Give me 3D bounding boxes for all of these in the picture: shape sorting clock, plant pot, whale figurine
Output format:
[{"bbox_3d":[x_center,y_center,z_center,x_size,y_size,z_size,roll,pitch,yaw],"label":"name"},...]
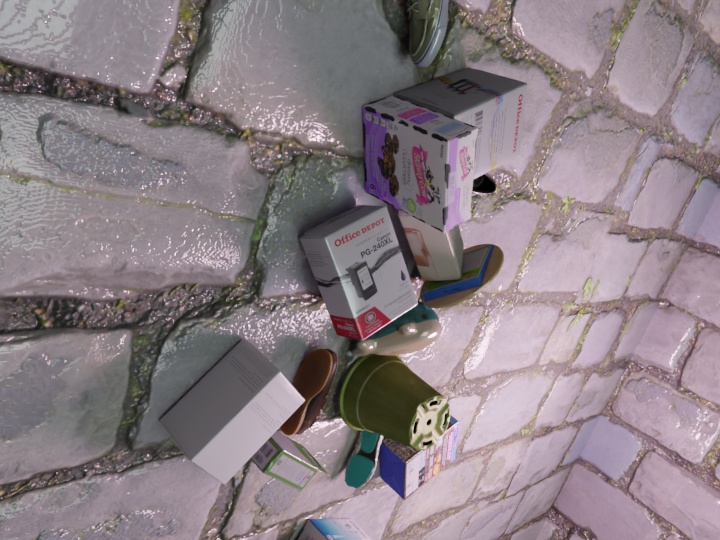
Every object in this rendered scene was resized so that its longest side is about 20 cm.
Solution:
[{"bbox_3d":[0.215,0.012,1.304,0.200,0.200,0.039,-40,110,-19],"label":"shape sorting clock"},{"bbox_3d":[0.087,0.292,1.327,0.200,0.190,0.201,-13,111,-37],"label":"plant pot"},{"bbox_3d":[0.072,0.126,1.315,0.200,0.104,0.159,-12,160,-16],"label":"whale figurine"}]

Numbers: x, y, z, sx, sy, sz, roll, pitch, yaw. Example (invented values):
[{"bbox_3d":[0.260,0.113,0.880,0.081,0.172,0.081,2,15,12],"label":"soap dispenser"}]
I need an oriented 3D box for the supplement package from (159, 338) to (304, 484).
[{"bbox_3d":[-0.219,0.243,1.061,0.200,0.117,0.117,-45,141,-15],"label":"supplement package"}]

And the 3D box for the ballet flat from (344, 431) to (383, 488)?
[{"bbox_3d":[0.021,0.438,1.492,0.072,0.072,0.200,2,114,-47],"label":"ballet flat"}]

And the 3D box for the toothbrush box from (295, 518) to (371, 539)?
[{"bbox_3d":[-0.085,0.716,1.552,0.200,0.085,0.147,29,93,-50],"label":"toothbrush box"}]

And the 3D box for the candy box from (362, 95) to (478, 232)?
[{"bbox_3d":[0.096,-0.182,1.032,0.071,0.200,0.168,-28,133,-31],"label":"candy box"}]

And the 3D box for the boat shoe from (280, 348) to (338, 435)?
[{"bbox_3d":[-0.096,0.241,1.232,0.070,0.070,0.200,6,118,-53],"label":"boat shoe"}]

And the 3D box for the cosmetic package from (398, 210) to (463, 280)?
[{"bbox_3d":[0.144,-0.078,1.217,0.200,0.087,0.104,66,28,-46],"label":"cosmetic package"}]

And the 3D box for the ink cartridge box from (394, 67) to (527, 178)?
[{"bbox_3d":[0.181,-0.262,1.110,0.200,0.145,0.146,-28,133,-31],"label":"ink cartridge box"}]

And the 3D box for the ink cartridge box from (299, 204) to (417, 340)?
[{"bbox_3d":[0.000,0.000,1.091,0.145,0.083,0.200,-30,110,-30],"label":"ink cartridge box"}]

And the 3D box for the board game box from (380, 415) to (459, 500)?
[{"bbox_3d":[0.156,0.479,1.632,0.200,0.097,0.160,-27,133,-32],"label":"board game box"}]

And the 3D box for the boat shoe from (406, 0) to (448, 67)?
[{"bbox_3d":[0.104,-0.434,0.987,0.062,0.072,0.201,2,107,-28],"label":"boat shoe"}]

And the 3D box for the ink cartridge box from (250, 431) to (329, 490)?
[{"bbox_3d":[-0.153,0.379,1.234,0.059,0.104,0.200,-50,141,-8],"label":"ink cartridge box"}]

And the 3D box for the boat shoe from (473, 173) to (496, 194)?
[{"bbox_3d":[0.217,-0.202,1.259,0.200,0.057,0.067,13,106,-50],"label":"boat shoe"}]
